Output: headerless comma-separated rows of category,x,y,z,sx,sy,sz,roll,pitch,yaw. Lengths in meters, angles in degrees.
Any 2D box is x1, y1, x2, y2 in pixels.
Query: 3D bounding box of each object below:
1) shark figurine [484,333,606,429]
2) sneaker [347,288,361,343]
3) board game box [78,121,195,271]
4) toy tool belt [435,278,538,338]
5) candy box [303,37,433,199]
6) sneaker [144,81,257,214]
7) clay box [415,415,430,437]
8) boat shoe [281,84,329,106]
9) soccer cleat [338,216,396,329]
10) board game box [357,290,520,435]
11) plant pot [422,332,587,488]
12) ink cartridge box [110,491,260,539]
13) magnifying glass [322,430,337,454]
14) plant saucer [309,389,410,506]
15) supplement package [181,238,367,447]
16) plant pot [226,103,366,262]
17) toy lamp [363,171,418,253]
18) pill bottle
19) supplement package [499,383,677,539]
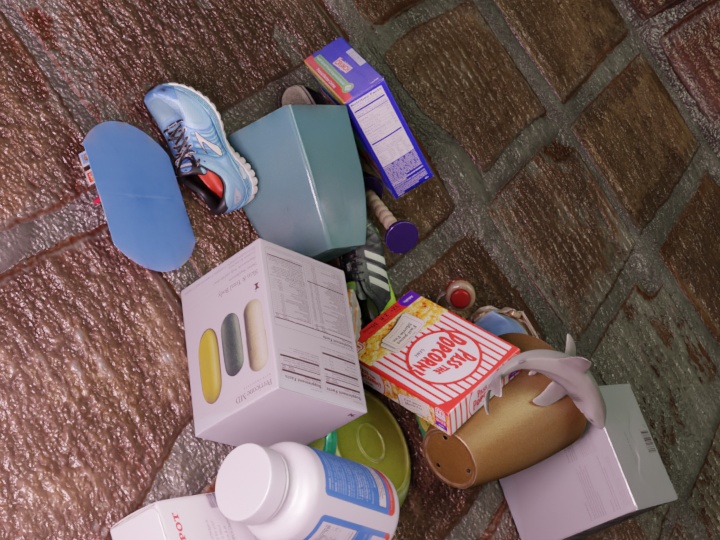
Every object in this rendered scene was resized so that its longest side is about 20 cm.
shark figurine,0.257,0.133,1.748,0.214,0.089,0.129,12,72,-30
sneaker,-0.046,0.111,1.754,0.200,0.077,0.078,-82,164,-46
board game box,-0.283,-0.085,1.632,0.158,0.039,0.201,-1,70,-59
toy tool belt,0.202,0.107,2.030,0.200,0.125,0.123,51,11,-10
candy box,0.013,-0.232,2.001,0.200,0.077,0.169,60,-4,-38
sneaker,-0.217,-0.160,1.745,0.200,0.078,0.090,52,36,-9
clay box,0.111,0.152,1.954,0.115,0.048,0.201,3,62,-51
boat shoe,-0.051,-0.195,2.000,0.062,0.075,0.200,-9,66,-49
soccer cleat,0.000,0.000,1.891,0.081,0.067,0.201,-31,104,-52
board game box,0.094,0.122,1.796,0.151,0.200,0.046,-38,139,-31
plant pot,0.183,0.212,1.828,0.200,0.186,0.187,-31,90,-41
ink cartridge box,-0.157,0.318,1.425,0.200,0.083,0.147,3,62,-53
magnifying glass,-0.075,0.163,1.684,0.022,0.080,0.200,2,50,-35
plant saucer,0.005,0.235,1.762,0.200,0.031,0.201,33,41,-34
supplement package,-0.108,0.098,1.608,0.150,0.152,0.201,21,48,-43
plant pot,-0.079,-0.111,1.840,0.141,0.141,0.201,-10,80,-55
toy lamp,0.028,-0.094,1.974,0.058,0.058,0.200,33,11,-34
pill bottle,-0.059,0.249,1.436,0.200,0.112,0.113,28,43,-44
supplement package,0.331,0.298,1.991,0.147,0.200,0.192,4,61,-52
